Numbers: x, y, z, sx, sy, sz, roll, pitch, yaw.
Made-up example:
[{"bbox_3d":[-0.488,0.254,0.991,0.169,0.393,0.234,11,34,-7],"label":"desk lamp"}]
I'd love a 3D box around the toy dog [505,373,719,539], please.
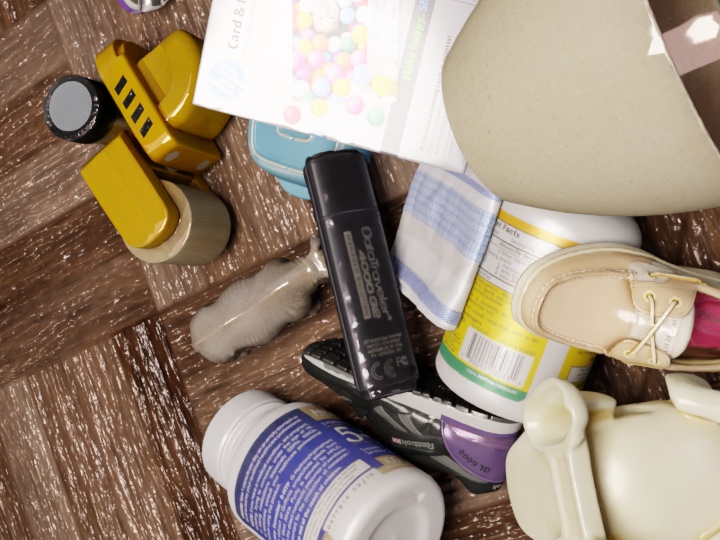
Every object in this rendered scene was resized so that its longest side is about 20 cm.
[{"bbox_3d":[0.211,0.142,0.652,0.198,0.194,0.141,-7,70,-13],"label":"toy dog"}]

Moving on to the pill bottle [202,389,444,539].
[{"bbox_3d":[-0.039,0.178,0.799,0.199,0.119,0.121,25,107,42],"label":"pill bottle"}]

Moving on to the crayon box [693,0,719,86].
[{"bbox_3d":[0.231,-0.227,0.659,0.125,0.051,0.202,13,101,39],"label":"crayon box"}]

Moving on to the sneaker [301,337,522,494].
[{"bbox_3d":[0.032,0.124,0.802,0.199,0.076,0.088,20,110,24],"label":"sneaker"}]

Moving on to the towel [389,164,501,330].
[{"bbox_3d":[0.071,-0.067,0.736,0.024,0.147,0.202,13,103,-19],"label":"towel"}]

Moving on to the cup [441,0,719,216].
[{"bbox_3d":[0.133,-0.113,0.575,0.142,0.200,0.202,-22,85,32],"label":"cup"}]

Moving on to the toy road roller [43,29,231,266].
[{"bbox_3d":[-0.165,-0.116,0.853,0.146,0.123,0.201,-36,78,14],"label":"toy road roller"}]

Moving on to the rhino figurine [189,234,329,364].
[{"bbox_3d":[-0.066,0.019,0.830,0.199,0.087,0.060,-33,81,24],"label":"rhino figurine"}]

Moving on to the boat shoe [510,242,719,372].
[{"bbox_3d":[0.197,0.030,0.641,0.069,0.198,0.074,-130,48,-61],"label":"boat shoe"}]

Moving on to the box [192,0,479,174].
[{"bbox_3d":[-0.003,-0.168,0.672,0.198,0.041,0.157,16,103,5],"label":"box"}]

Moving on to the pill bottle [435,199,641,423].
[{"bbox_3d":[0.137,0.000,0.711,0.112,0.113,0.202,24,106,23],"label":"pill bottle"}]

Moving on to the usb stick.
[{"bbox_3d":[0.000,0.000,0.762,0.033,0.055,0.202,142,116,-65],"label":"usb stick"}]

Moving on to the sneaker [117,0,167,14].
[{"bbox_3d":[-0.234,-0.318,0.903,0.083,0.080,0.201,-38,70,42],"label":"sneaker"}]

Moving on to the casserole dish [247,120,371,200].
[{"bbox_3d":[-0.039,-0.159,0.827,0.120,0.039,0.202,18,102,24],"label":"casserole dish"}]
